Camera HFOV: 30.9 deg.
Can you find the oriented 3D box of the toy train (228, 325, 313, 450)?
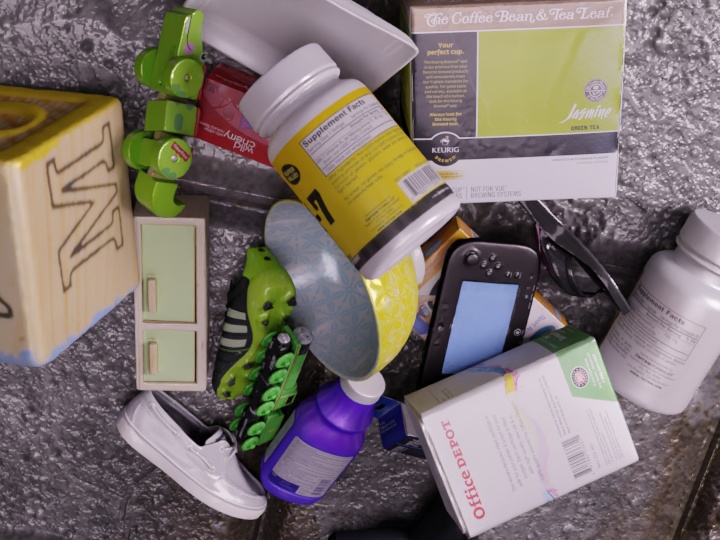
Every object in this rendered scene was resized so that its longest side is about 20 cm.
[{"bbox_3d":[-0.093,0.126,1.393,0.056,0.042,0.200,-18,150,-33],"label":"toy train"}]

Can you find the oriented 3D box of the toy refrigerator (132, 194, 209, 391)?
[{"bbox_3d":[-0.198,0.026,1.368,0.076,0.070,0.201,2,115,-4],"label":"toy refrigerator"}]

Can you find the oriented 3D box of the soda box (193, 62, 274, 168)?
[{"bbox_3d":[-0.064,-0.134,1.285,0.199,0.070,0.064,21,113,-2],"label":"soda box"}]

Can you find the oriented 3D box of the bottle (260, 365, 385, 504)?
[{"bbox_3d":[-0.038,0.176,1.418,0.083,0.065,0.200,21,131,-15],"label":"bottle"}]

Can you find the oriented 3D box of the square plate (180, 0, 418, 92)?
[{"bbox_3d":[-0.063,-0.227,1.217,0.198,0.200,0.029,29,69,-14],"label":"square plate"}]

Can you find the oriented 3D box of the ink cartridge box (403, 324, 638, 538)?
[{"bbox_3d":[0.164,0.165,1.353,0.199,0.088,0.146,-24,102,-8],"label":"ink cartridge box"}]

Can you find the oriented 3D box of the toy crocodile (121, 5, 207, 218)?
[{"bbox_3d":[-0.178,-0.150,1.237,0.062,0.067,0.201,5,97,-44],"label":"toy crocodile"}]

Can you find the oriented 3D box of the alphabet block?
[{"bbox_3d":[-0.341,-0.050,1.230,0.195,0.196,0.201,8,116,17],"label":"alphabet block"}]

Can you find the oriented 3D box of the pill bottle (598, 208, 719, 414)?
[{"bbox_3d":[0.340,0.042,1.376,0.114,0.114,0.201,22,112,-12],"label":"pill bottle"}]

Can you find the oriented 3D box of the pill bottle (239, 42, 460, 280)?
[{"bbox_3d":[-0.012,-0.100,1.185,0.114,0.114,0.200,-40,85,15],"label":"pill bottle"}]

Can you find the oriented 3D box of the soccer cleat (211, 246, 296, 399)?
[{"bbox_3d":[-0.118,0.059,1.393,0.067,0.081,0.200,-6,140,-31],"label":"soccer cleat"}]

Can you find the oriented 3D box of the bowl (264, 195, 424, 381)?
[{"bbox_3d":[0.000,0.000,1.324,0.107,0.200,0.201,-27,118,-27],"label":"bowl"}]

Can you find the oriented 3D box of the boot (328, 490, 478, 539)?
[{"bbox_3d":[0.047,0.313,1.498,0.167,0.077,0.201,-2,129,-4],"label":"boot"}]

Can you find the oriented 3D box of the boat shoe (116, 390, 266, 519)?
[{"bbox_3d":[-0.175,0.200,1.456,0.200,0.072,0.069,40,108,-9],"label":"boat shoe"}]

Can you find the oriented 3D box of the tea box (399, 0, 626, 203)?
[{"bbox_3d":[0.140,-0.179,1.254,0.199,0.134,0.198,-2,116,-2],"label":"tea box"}]

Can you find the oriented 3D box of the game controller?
[{"bbox_3d":[0.124,0.058,1.372,0.104,0.042,0.201,8,115,-6],"label":"game controller"}]

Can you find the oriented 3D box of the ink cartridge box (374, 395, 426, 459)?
[{"bbox_3d":[0.096,0.188,1.444,0.199,0.099,0.039,16,70,-8],"label":"ink cartridge box"}]

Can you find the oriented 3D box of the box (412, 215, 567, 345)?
[{"bbox_3d":[0.132,0.050,1.411,0.200,0.042,0.119,41,107,-17],"label":"box"}]

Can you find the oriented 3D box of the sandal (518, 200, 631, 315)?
[{"bbox_3d":[0.202,-0.023,1.357,0.048,0.075,0.200,-43,96,6],"label":"sandal"}]
